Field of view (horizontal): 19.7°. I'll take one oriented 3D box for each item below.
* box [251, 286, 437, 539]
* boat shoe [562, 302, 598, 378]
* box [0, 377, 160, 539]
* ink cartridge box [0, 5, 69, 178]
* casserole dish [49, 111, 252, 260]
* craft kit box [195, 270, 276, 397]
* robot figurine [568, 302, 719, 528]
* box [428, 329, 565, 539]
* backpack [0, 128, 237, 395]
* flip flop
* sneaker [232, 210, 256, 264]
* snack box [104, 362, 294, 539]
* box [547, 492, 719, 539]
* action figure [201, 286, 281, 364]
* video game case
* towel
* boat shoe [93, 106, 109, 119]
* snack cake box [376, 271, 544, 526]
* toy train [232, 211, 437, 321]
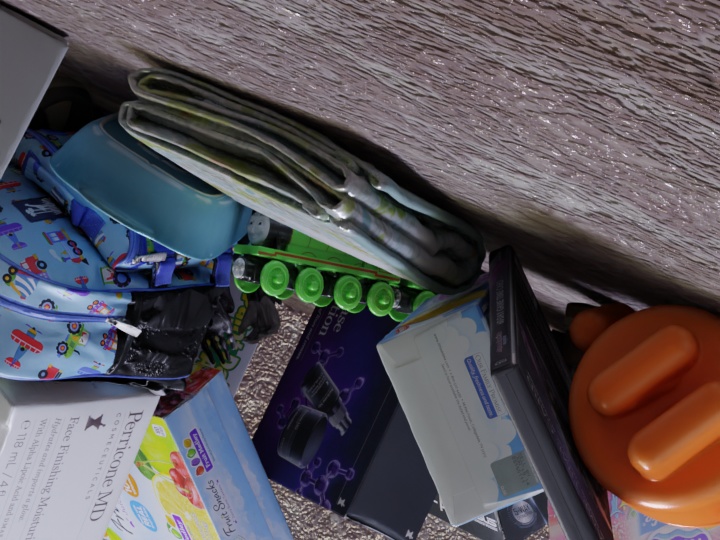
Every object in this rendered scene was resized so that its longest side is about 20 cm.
[{"bbox_3d":[0.016,0.084,1.539,0.079,0.201,0.141,30,173,-41],"label":"box"},{"bbox_3d":[0.189,0.076,1.380,0.073,0.065,0.199,18,174,45],"label":"boat shoe"},{"bbox_3d":[-0.273,0.112,1.499,0.130,0.200,0.200,-4,-144,-44],"label":"box"},{"bbox_3d":[-0.269,-0.069,1.264,0.082,0.201,0.146,28,175,-19],"label":"ink cartridge box"},{"bbox_3d":[-0.125,-0.062,1.331,0.121,0.039,0.200,32,-167,3],"label":"casserole dish"},{"bbox_3d":[-0.167,0.010,1.679,0.196,0.201,0.049,24,176,-5],"label":"craft kit box"},{"bbox_3d":[0.183,0.084,1.182,0.143,0.118,0.200,15,172,19],"label":"robot figurine"},{"bbox_3d":[0.129,0.124,1.578,0.160,0.199,0.044,20,132,52],"label":"box"},{"bbox_3d":[-0.209,-0.009,1.394,0.199,0.135,0.183,-1,-144,-47],"label":"backpack"},{"bbox_3d":[-0.260,-0.081,1.492,0.081,0.200,0.058,-11,-117,-44],"label":"flip flop"},{"bbox_3d":[-0.030,-0.017,1.476,0.139,0.078,0.200,25,-174,-26],"label":"sneaker"},{"bbox_3d":[-0.159,0.141,1.574,0.199,0.068,0.170,12,132,47],"label":"snack box"},{"bbox_3d":[0.236,0.164,1.418,0.199,0.096,0.102,-11,163,31],"label":"box"},{"bbox_3d":[-0.123,0.009,1.582,0.118,0.103,0.200,0,-157,8],"label":"action figure"},{"bbox_3d":[0.108,0.080,1.176,0.200,0.019,0.144,-78,-36,-71],"label":"video game case"},{"bbox_3d":[-0.030,-0.050,1.202,0.170,0.048,0.200,26,177,26],"label":"towel"},{"bbox_3d":[-0.216,-0.087,1.568,0.068,0.085,0.199,15,172,47],"label":"boat shoe"},{"bbox_3d":[0.074,0.071,1.260,0.200,0.067,0.116,-36,-77,-79],"label":"snack cake box"},{"bbox_3d":[0.000,0.000,1.368,0.199,0.057,0.042,12,176,-39],"label":"toy train"}]
